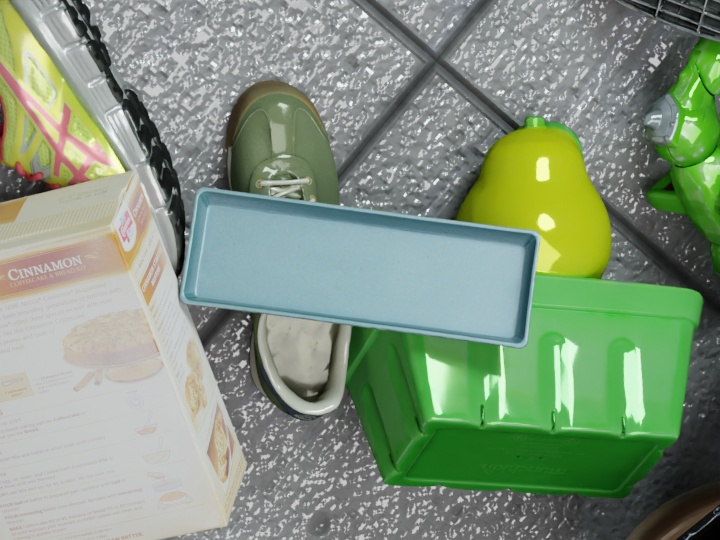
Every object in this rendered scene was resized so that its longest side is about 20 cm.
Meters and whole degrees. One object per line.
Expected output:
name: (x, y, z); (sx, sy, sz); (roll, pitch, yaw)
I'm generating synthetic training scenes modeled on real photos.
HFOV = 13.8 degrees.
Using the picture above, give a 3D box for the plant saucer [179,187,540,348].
plant saucer: (0.000, 0.000, 1.702); (0.199, 0.019, 0.070); (8, 76, 1)

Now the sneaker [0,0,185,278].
sneaker: (-0.167, -0.073, 1.712); (0.090, 0.078, 0.200); (-27, 107, 6)

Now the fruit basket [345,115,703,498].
fruit basket: (0.096, 0.021, 1.788); (0.215, 0.156, 0.216); (8, 59, -14)

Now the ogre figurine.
ogre figurine: (0.242, -0.067, 1.810); (0.120, 0.098, 0.200); (-39, 138, -18)

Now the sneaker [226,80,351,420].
sneaker: (-0.035, -0.006, 1.749); (0.067, 0.090, 0.201); (-7, 106, -13)

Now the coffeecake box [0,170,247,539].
coffeecake box: (-0.172, 0.060, 1.702); (0.153, 0.073, 0.200); (-12, 115, 14)

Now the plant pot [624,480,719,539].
plant pot: (0.250, 0.238, 1.871); (0.201, 0.201, 0.093); (-47, 152, 1)

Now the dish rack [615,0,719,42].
dish rack: (0.219, -0.237, 1.742); (0.153, 0.055, 0.200); (24, 109, 21)

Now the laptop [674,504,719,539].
laptop: (0.197, 0.107, 1.776); (0.200, 0.177, 0.103); (-39, 77, 6)
